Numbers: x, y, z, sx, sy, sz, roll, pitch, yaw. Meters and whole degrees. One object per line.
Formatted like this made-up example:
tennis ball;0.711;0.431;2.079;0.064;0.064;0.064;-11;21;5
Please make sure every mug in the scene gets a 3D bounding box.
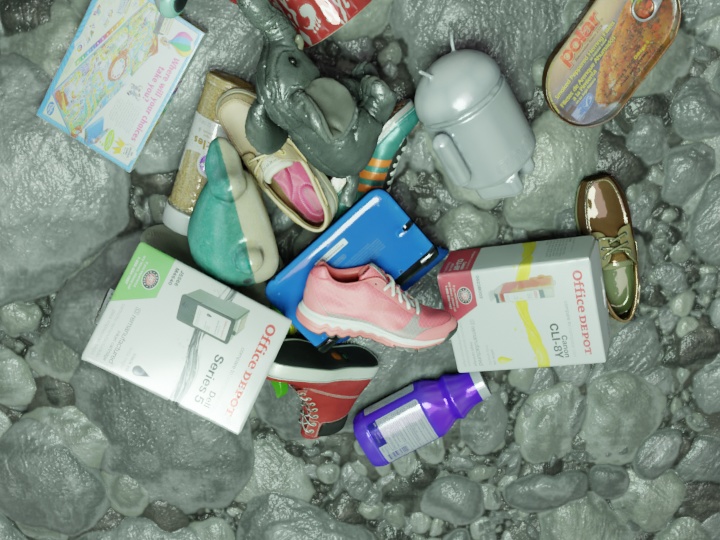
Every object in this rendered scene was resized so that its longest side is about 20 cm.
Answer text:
mug;-0.088;-0.370;0.938;0.134;0.176;0.201;-47;112;-24

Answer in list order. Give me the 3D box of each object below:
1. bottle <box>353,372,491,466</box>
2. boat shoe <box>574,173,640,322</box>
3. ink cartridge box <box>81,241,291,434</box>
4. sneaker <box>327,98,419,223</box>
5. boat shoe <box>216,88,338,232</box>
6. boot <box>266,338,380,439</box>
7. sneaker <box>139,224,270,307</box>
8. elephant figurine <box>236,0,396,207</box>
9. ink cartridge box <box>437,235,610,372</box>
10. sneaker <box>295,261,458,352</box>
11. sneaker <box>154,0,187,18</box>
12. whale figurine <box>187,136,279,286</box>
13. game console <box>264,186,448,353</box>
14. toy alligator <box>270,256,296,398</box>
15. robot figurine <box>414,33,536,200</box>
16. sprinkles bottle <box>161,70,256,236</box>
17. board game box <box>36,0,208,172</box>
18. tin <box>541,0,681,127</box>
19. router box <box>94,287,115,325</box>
bottle;0.088;0.200;1.148;0.198;0.065;0.084;-30;108;9
boat shoe;0.335;-0.025;1.071;0.074;0.074;0.203;-16;109;4
ink cartridge box;-0.198;0.080;0.947;0.197;0.084;0.148;27;80;-8
sneaker;0.017;-0.126;1.036;0.080;0.072;0.200;38;112;-14
boat shoe;-0.097;-0.128;0.967;0.073;0.069;0.200;-38;109;17
boot;-0.077;0.170;1.094;0.198;0.072;0.146;11;116;-43
sneaker;-0.211;0.019;1.068;0.198;0.075;0.085;34;135;12
elephant figurine;-0.066;-0.186;0.893;0.198;0.156;0.142;7;133;-51
ink cartridge box;0.214;0.045;1.056;0.196;0.083;0.148;-7;109;23
sneaker;0.026;0.038;0.958;0.196;0.074;0.088;8;110;-8
sneaker;-0.271;-0.390;0.933;0.137;0.078;0.205;-3;92;4
whale figurine;-0.159;-0.062;0.946;0.102;0.161;0.201;-16;152;-6
game console;0.000;0.000;1.043;0.199;0.119;0.171;-40;110;11
toy alligator;-0.125;0.073;1.111;0.054;0.059;0.204;11;110;40
robot figurine;0.139;-0.181;0.983;0.112;0.171;0.201;-8;130;42
sprinkles bottle;-0.191;-0.145;1.023;0.067;0.068;0.203;19;107;-8
board game box;-0.295;-0.244;1.004;0.133;0.034;0.202;31;105;-11
tin;0.307;-0.274;1.005;0.111;0.042;0.201;32;105;-16
router box;-0.236;0.087;1.057;0.197;0.149;0.052;24;81;-8
